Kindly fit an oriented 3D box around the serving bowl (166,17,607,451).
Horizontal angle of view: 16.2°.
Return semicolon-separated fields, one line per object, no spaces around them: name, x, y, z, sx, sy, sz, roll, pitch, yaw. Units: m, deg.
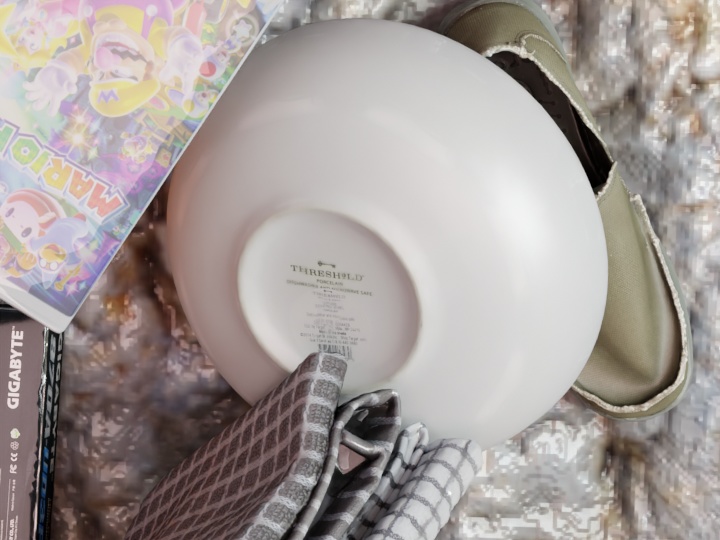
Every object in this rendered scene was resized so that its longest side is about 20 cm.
serving bowl;0.000;0.000;1.062;0.199;0.066;0.201;11;119;21

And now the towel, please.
towel;-0.060;0.135;1.046;0.086;0.166;0.200;43;138;-8

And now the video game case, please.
video game case;-0.119;-0.095;0.957;0.143;0.018;0.200;32;99;-15

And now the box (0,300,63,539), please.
box;-0.218;0.109;1.129;0.158;0.046;0.201;3;92;3

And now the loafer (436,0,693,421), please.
loafer;0.084;-0.020;1.086;0.075;0.070;0.201;-26;101;9
